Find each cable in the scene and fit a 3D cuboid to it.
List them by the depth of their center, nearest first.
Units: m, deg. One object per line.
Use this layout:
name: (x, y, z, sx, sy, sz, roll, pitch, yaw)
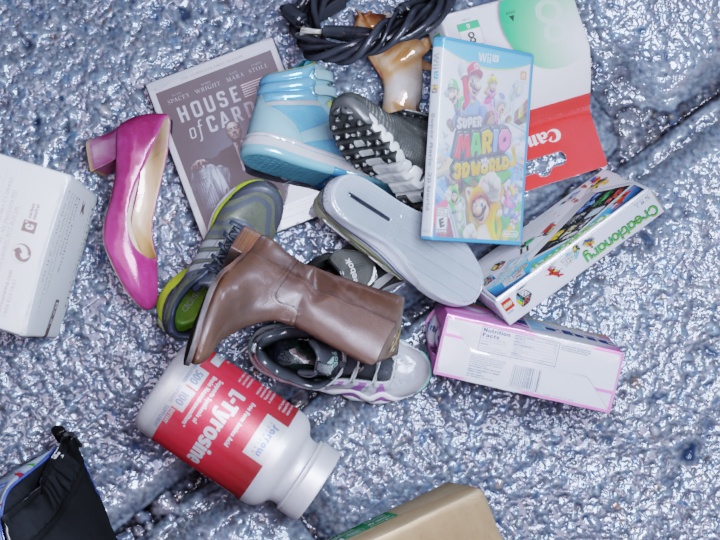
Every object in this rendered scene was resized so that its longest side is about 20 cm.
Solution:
cable: (0.019, -0.285, 1.577, 0.199, 0.163, 0.051, -25, 128, -10)

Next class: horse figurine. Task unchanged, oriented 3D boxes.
horse figurine: (0.064, -0.189, 1.619, 0.131, 0.050, 0.202, -3, 85, -10)

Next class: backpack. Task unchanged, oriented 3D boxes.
backpack: (-0.332, 0.285, 1.514, 0.153, 0.190, 0.201, -30, 89, 13)

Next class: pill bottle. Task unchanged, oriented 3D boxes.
pill bottle: (-0.126, 0.171, 1.565, 0.199, 0.112, 0.113, 34, 87, -1)

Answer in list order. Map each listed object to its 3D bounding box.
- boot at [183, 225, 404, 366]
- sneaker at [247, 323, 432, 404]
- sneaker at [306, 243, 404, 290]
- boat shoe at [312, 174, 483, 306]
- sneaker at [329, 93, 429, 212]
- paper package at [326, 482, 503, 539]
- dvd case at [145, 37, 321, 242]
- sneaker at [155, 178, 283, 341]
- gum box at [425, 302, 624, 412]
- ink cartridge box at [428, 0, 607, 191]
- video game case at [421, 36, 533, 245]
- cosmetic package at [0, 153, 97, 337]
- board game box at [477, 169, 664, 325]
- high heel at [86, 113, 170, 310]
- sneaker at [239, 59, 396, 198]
boot: (-0.058, 0.059, 1.475, 0.199, 0.064, 0.187, 27, 51, -3)
sneaker: (-0.021, 0.099, 1.557, 0.198, 0.140, 0.078, 5, 88, -1)
sneaker: (0.000, 0.000, 1.587, 0.199, 0.090, 0.067, -25, 90, -3)
boat shoe: (0.040, -0.032, 1.541, 0.200, 0.062, 0.072, 37, 72, -17)
sneaker: (0.039, -0.133, 1.525, 0.200, 0.066, 0.091, 40, 57, -40)
paper package: (0.061, 0.341, 1.549, 0.199, 0.103, 0.192, -22, 88, -19)
dvd case: (-0.128, -0.132, 1.621, 0.149, 0.025, 0.201, -21, 90, -3)
sneaker: (-0.142, -0.004, 1.567, 0.074, 0.081, 0.201, 30, 99, -17)
gum box: (0.165, 0.086, 1.575, 0.198, 0.114, 0.067, 13, 97, -2)
ink cartridge box: (0.177, -0.191, 1.604, 0.160, 0.050, 0.201, -17, 86, -20)
video game case: (0.121, -0.129, 1.532, 0.142, 0.018, 0.202, 2, 92, -44)
cosmetic package: (-0.377, -0.031, 1.518, 0.164, 0.200, 0.166, 16, 87, -1)
board game box: (0.208, -0.028, 1.578, 0.199, 0.126, 0.035, -36, 108, -3)
high heel: (-0.223, -0.064, 1.588, 0.095, 0.067, 0.201, -18, 76, 17)
sneaker: (-0.026, -0.154, 1.588, 0.199, 0.079, 0.132, 16, 71, -29)
